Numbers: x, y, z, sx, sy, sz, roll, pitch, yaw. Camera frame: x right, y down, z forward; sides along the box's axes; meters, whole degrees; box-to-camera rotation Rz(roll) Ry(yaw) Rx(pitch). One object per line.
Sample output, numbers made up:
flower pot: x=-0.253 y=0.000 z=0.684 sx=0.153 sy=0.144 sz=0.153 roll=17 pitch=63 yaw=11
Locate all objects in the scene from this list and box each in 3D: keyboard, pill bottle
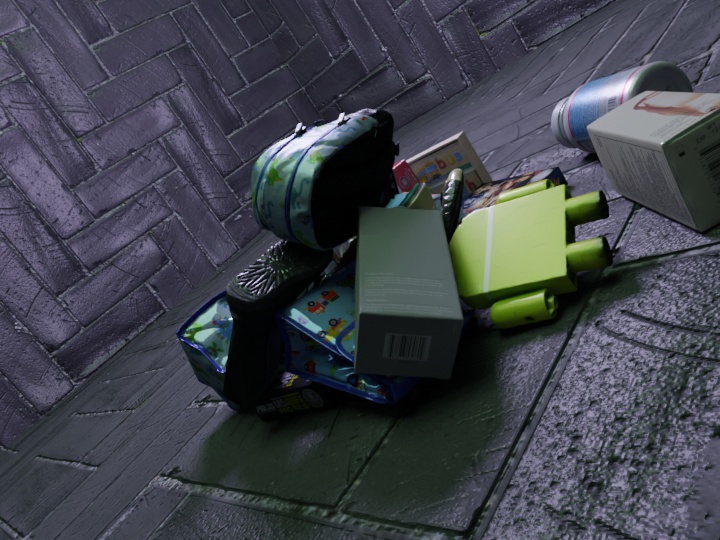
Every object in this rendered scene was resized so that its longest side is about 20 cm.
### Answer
keyboard: x=-0.051 y=0.019 z=0.827 sx=0.201 sy=0.039 sz=0.104 roll=-58 pitch=-6 yaw=27
pill bottle: x=0.374 y=-0.232 z=0.861 sx=0.108 sy=0.109 sz=0.200 roll=-37 pitch=15 yaw=-9

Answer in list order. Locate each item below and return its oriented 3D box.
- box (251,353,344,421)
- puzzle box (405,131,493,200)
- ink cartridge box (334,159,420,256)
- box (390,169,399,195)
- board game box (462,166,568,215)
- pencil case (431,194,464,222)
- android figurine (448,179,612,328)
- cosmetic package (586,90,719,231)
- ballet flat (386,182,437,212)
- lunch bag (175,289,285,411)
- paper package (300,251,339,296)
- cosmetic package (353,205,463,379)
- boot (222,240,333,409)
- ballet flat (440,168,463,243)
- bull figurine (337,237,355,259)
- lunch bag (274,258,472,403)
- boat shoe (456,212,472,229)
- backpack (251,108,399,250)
box: x=-0.053 y=0.124 z=0.844 sx=0.159 sy=0.044 sz=0.200 roll=-22 pitch=20 yaw=43
puzzle box: x=0.155 y=-0.173 z=1.132 sx=0.199 sy=0.134 sz=0.025 roll=-19 pitch=21 yaw=50
ink cartridge box: x=0.037 y=-0.091 z=1.117 sx=0.199 sy=0.146 sz=0.083 roll=-39 pitch=14 yaw=-14
box: x=0.024 y=-0.072 z=0.974 sx=0.049 sy=0.202 sz=0.159 roll=-18 pitch=7 yaw=-20
board game box: x=0.222 y=-0.104 z=0.955 sx=0.135 sy=0.035 sz=0.200 roll=-41 pitch=15 yaw=-18
pencil case: x=0.094 y=-0.070 z=0.989 sx=0.091 sy=0.083 sz=0.200 roll=-62 pitch=19 yaw=-12
android figurine: x=0.175 y=-0.022 z=0.651 sx=0.199 sy=0.041 sz=0.184 roll=-18 pitch=47 yaw=36
cosmetic package: x=0.335 y=-0.127 z=0.630 sx=0.087 sy=0.104 sz=0.200 roll=-31 pitch=16 yaw=10
ballet flat: x=0.076 y=-0.079 z=0.801 sx=0.069 sy=0.070 sz=0.200 roll=-35 pitch=7 yaw=1
lunch bag: x=-0.168 y=0.098 z=0.920 sx=0.200 sy=0.127 sz=0.171 roll=-48 pitch=-16 yaw=-28
paper package: x=-0.132 y=0.044 z=1.169 sx=0.199 sy=0.104 sz=0.190 roll=-39 pitch=16 yaw=-14
cosmetic package: x=0.045 y=0.015 z=0.643 sx=0.105 sy=0.091 sz=0.201 roll=4 pitch=34 yaw=-1
boot: x=-0.109 y=0.069 z=0.763 sx=0.065 sy=0.202 sz=0.164 roll=34 pitch=46 yaw=28
ballet flat: x=0.109 y=-0.060 z=0.859 sx=0.066 sy=0.056 sz=0.202 roll=49 pitch=-119 yaw=-73
bull figurine: x=0.000 y=0.000 z=0.923 sx=0.065 sy=0.123 sz=0.200 roll=-13 pitch=-9 yaw=-29
lunch bag: x=0.023 y=0.080 z=0.688 sx=0.199 sy=0.095 sz=0.150 roll=18 pitch=38 yaw=38
boat shoe: x=0.152 y=-0.024 z=0.786 sx=0.071 sy=0.070 sz=0.201 roll=-29 pitch=18 yaw=2
backpack: x=-0.043 y=-0.106 z=0.731 sx=0.152 sy=0.165 sz=0.201 roll=12 pitch=34 yaw=10
